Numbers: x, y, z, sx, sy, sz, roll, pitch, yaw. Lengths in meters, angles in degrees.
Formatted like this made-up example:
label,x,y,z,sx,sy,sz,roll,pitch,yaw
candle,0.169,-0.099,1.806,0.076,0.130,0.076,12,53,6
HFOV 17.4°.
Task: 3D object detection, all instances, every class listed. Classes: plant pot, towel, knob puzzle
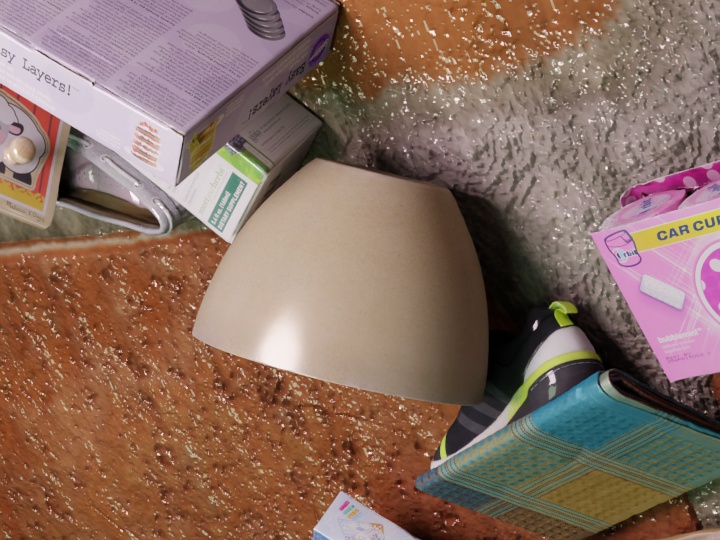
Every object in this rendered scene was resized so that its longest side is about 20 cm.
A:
label,x,y,z,sx,sy,sz,roll,pitch,yaw
plant pot,0.000,0.000,1.568,0.200,0.200,0.135,15,93,28
towel,0.152,0.129,1.588,0.146,0.022,0.200,24,144,-29
knob puzzle,-0.271,-0.150,1.645,0.030,0.220,0.220,-22,106,45

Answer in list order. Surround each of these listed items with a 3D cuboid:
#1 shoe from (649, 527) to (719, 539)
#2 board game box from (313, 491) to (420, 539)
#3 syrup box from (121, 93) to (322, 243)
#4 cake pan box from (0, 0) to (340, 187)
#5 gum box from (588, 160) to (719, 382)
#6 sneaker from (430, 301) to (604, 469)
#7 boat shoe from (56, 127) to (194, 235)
label,x,y,z,sx,sy,sz,roll,pitch,yaw
shoe,0.234,0.214,1.628,0.200,0.053,0.070,-2,76,35
board game box,0.055,0.273,1.764,0.199,0.043,0.200,31,152,17
syrup box,-0.134,-0.120,1.633,0.200,0.081,0.079,38,134,6
cake pan box,-0.144,-0.161,1.538,0.200,0.184,0.052,30,134,15
gum box,0.246,-0.009,1.441,0.200,0.066,0.114,-16,111,43
sneaker,0.107,0.082,1.629,0.200,0.072,0.083,-46,55,50
boat shoe,-0.205,-0.072,1.731,0.201,0.065,0.075,19,130,25
